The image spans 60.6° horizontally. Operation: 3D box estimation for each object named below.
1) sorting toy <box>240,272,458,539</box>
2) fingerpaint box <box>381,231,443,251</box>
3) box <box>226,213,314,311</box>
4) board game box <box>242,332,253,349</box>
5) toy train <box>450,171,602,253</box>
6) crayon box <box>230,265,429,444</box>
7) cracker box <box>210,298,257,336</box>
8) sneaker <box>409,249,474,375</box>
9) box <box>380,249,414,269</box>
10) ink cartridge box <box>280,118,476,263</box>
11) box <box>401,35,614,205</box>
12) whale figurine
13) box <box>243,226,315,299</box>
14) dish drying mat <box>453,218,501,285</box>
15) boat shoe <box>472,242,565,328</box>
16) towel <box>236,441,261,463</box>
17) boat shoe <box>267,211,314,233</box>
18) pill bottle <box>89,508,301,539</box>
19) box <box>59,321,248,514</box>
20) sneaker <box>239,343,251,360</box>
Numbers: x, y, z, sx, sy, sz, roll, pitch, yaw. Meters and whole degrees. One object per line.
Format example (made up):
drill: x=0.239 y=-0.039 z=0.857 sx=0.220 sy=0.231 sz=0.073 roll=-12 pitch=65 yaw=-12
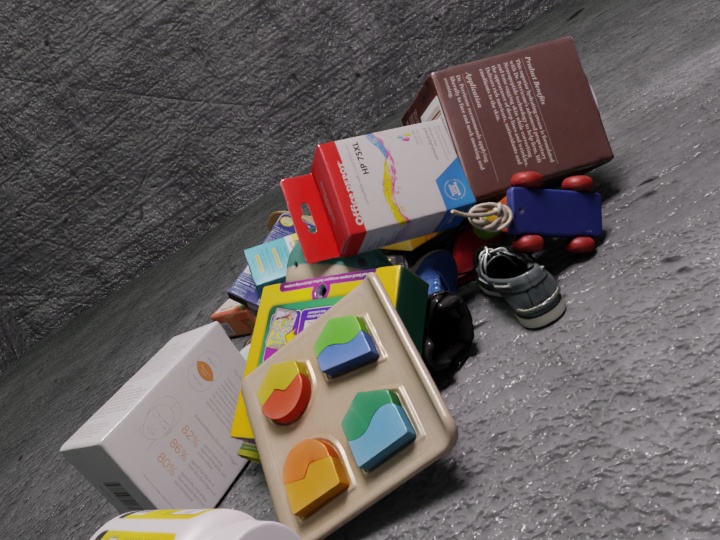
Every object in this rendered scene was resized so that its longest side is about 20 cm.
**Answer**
sorting toy: x=-0.028 y=0.123 z=0.554 sx=0.200 sy=0.036 sz=0.186 roll=-42 pitch=49 yaw=17
fingerpaint box: x=0.071 y=-0.099 z=0.983 sx=0.166 sy=0.074 sz=0.199 roll=-30 pitch=19 yaw=-29
box: x=-0.142 y=-0.008 z=1.144 sx=0.201 sy=0.120 sz=0.033 roll=-59 pitch=-17 yaw=-28
board game box: x=-0.123 y=0.080 z=0.934 sx=0.201 sy=0.034 sz=0.136 roll=-53 pitch=12 yaw=17
toy train: x=0.163 y=-0.060 z=0.704 sx=0.198 sy=0.086 sz=0.116 roll=0 pitch=-3 yaw=-21
crayon box: x=-0.033 y=0.095 z=0.641 sx=0.198 sy=0.058 sz=0.175 roll=-9 pitch=63 yaw=38
cracker box: x=-0.185 y=0.044 z=1.225 sx=0.133 sy=0.058 sz=0.200 roll=-13 pitch=28 yaw=46
sneaker: x=0.091 y=0.043 z=0.691 sx=0.111 sy=0.077 sz=0.200 roll=-23 pitch=24 yaw=48
box: x=-0.007 y=0.022 z=0.983 sx=0.197 sy=0.050 sz=0.200 roll=-29 pitch=17 yaw=13
ink cartridge box: x=0.018 y=-0.092 z=0.714 sx=0.198 sy=0.117 sz=0.067 roll=-16 pitch=-16 yaw=-17
box: x=0.184 y=-0.176 z=0.816 sx=0.198 sy=0.168 sz=0.164 roll=-17 pitch=-4 yaw=-11
whale figurine: x=0.000 y=0.000 z=0.800 sx=0.158 sy=0.198 sz=0.105 roll=-11 pitch=70 yaw=52
box: x=-0.100 y=-0.023 z=1.105 sx=0.198 sy=0.049 sz=0.083 roll=-19 pitch=59 yaw=-11
dish drying mat: x=0.166 y=-0.043 z=0.887 sx=0.076 sy=0.018 sz=0.200 roll=-26 pitch=19 yaw=22
boat shoe: x=0.169 y=-0.004 z=0.701 sx=0.072 sy=0.062 sz=0.200 roll=-31 pitch=20 yaw=5
towel: x=-0.079 y=0.129 z=0.728 sx=0.085 sy=0.018 sz=0.202 roll=-2 pitch=56 yaw=36
boat shoe: x=-0.088 y=-0.069 z=1.219 sx=0.066 sy=0.198 sz=0.075 roll=-31 pitch=-40 yaw=-67
pill bottle: x=-0.137 y=0.252 z=0.494 sx=0.199 sy=0.115 sz=0.114 roll=-19 pitch=22 yaw=40
box: x=-0.214 y=0.188 z=0.736 sx=0.106 sy=0.153 sz=0.200 roll=-19 pitch=22 yaw=40
sneaker: x=-0.110 y=0.138 z=0.818 sx=0.199 sy=0.074 sz=0.118 roll=-33 pitch=20 yaw=8
